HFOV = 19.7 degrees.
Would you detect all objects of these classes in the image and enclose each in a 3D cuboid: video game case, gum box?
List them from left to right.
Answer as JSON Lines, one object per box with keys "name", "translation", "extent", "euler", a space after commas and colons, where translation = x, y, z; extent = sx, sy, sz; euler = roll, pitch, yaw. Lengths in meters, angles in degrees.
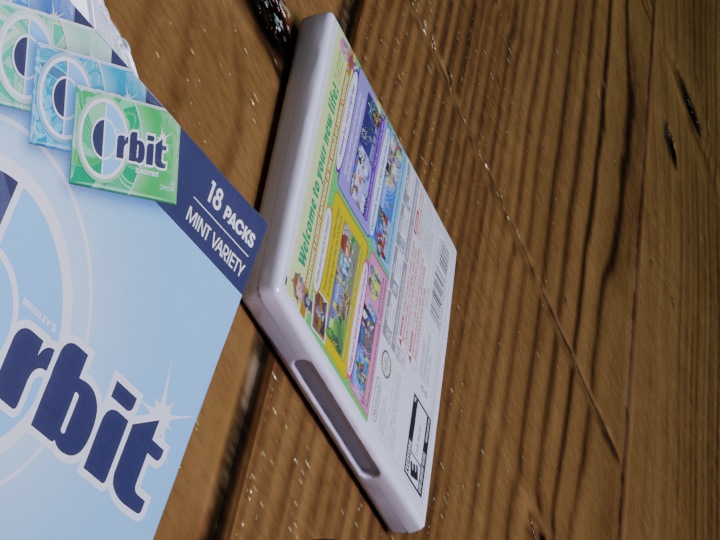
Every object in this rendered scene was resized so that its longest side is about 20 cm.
{"name": "gum box", "translation": [-0.114, 0.026, 0.620], "extent": [0.170, 0.044, 0.201], "euler": [49, 53, -48]}
{"name": "video game case", "translation": [0.000, 0.000, 1.049], "extent": [0.201, 0.022, 0.182], "euler": [-80, 150, -44]}

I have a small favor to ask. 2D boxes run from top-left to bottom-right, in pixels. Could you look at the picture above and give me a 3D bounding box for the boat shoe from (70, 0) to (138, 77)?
{"name": "boat shoe", "translation": [-0.111, -0.056, 0.734], "extent": [0.072, 0.070, 0.202], "euler": [-42, 124, -67]}
